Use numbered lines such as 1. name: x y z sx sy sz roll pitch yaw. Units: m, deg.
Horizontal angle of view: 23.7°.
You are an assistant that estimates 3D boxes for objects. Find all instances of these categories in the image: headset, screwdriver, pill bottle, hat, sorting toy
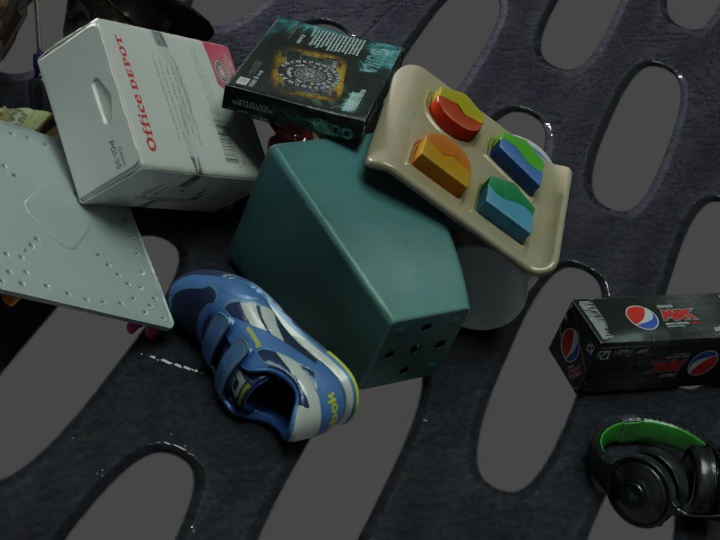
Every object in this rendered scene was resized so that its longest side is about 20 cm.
1. headset: 0.274 0.199 1.493 0.123 0.095 0.200 -2 27 -22
2. screwdriver: -0.307 -0.226 1.641 0.028 0.202 0.029 1 8 13
3. pill bottle: 0.127 -0.038 1.667 0.113 0.114 0.201 21 36 0
4. hat: -0.256 -0.256 1.774 0.199 0.201 0.081 23 81 4
5. sorting toy: 0.108 -0.100 1.588 0.199 0.037 0.186 31 36 -10

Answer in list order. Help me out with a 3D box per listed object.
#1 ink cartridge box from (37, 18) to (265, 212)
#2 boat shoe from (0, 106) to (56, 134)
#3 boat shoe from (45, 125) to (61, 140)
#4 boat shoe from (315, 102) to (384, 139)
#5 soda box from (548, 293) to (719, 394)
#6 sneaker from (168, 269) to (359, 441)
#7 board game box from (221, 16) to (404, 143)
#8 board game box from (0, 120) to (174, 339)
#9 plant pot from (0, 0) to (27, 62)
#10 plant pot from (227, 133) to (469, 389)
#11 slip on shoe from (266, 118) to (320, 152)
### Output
1. ink cartridge box: -0.186 -0.138 1.567 0.199 0.082 0.148 2 66 -58
2. boat shoe: -0.338 -0.091 1.549 0.062 0.074 0.200 16 28 6
3. boat shoe: -0.248 -0.133 1.648 0.064 0.072 0.200 31 27 21
4. boat shoe: 0.009 -0.134 1.677 0.200 0.068 0.075 50 22 14
5. soda box: 0.285 0.069 1.643 0.199 0.071 0.064 -1 42 -27
6. sneaker: -0.095 0.071 1.454 0.199 0.074 0.082 35 41 20
7. board game box: -0.041 -0.183 1.628 0.134 0.028 0.200 15 28 6
8. board game box: -0.265 -0.039 1.460 0.199 0.026 0.201 17 40 -49
9. plant pot: -0.423 -0.297 1.675 0.197 0.201 0.201 27 36 -5
10. plant pot: 0.000 0.000 1.544 0.140 0.142 0.201 -9 51 -34
11. slip on shoe: -0.061 -0.115 1.719 0.061 0.074 0.201 -10 42 -4
